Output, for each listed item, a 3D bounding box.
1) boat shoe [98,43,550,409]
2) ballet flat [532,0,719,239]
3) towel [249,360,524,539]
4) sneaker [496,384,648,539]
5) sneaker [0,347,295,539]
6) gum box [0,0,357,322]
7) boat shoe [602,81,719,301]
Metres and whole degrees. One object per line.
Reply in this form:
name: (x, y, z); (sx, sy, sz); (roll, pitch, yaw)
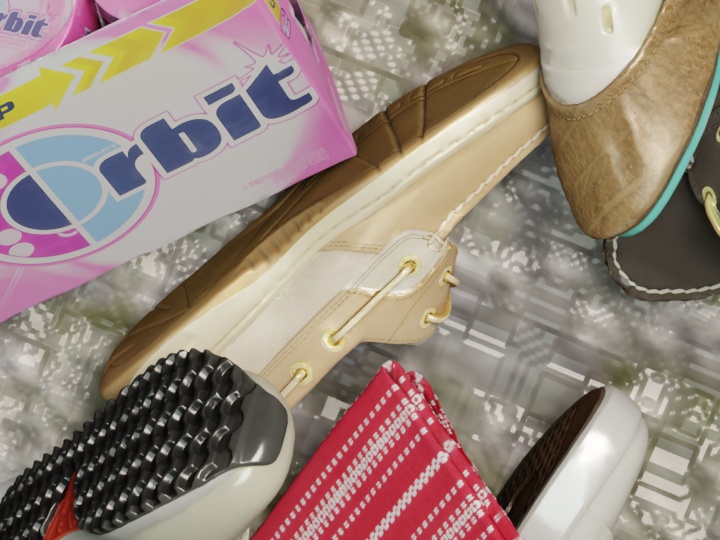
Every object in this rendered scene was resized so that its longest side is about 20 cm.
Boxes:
boat shoe: (0.000, 0.000, 0.901); (0.200, 0.074, 0.069); (-38, 105, 10)
ballet flat: (0.098, -0.113, 0.847); (0.072, 0.068, 0.201); (28, 84, -35)
towel: (0.029, 0.151, 0.869); (0.145, 0.022, 0.200); (-53, 57, 30)
sneaker: (0.071, 0.136, 0.913); (0.084, 0.073, 0.201); (25, 111, -1)
sneaker: (-0.060, 0.094, 0.879); (0.093, 0.071, 0.200); (31, 143, -20)
gum box: (-0.106, -0.056, 0.869); (0.199, 0.114, 0.066); (-25, 54, 8)
boat shoe: (0.148, -0.036, 0.837); (0.072, 0.061, 0.201); (45, 134, -12)
